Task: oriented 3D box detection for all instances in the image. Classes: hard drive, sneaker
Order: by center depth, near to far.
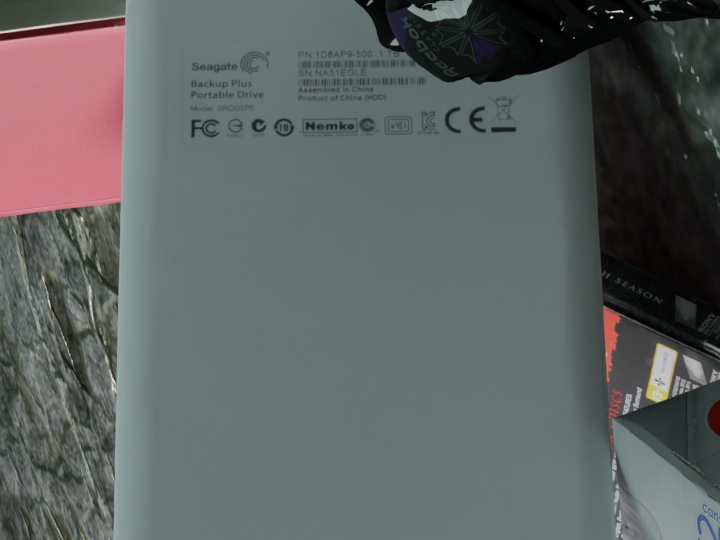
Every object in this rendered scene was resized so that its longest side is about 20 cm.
[{"bbox_3d":[0.056,-0.075,0.665,0.076,0.088,0.200,50,169,-18],"label":"sneaker"},{"bbox_3d":[0.000,0.000,0.736,0.027,0.131,0.201,89,180,-66],"label":"hard drive"}]

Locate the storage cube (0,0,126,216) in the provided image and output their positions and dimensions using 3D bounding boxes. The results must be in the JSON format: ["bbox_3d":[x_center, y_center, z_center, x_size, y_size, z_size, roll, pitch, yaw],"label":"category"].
[{"bbox_3d":[-0.098,-0.128,0.885,0.180,0.199,0.172,135,124,-66],"label":"storage cube"}]

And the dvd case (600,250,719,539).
[{"bbox_3d":[0.022,0.028,0.823,0.199,0.022,0.146,25,141,18],"label":"dvd case"}]

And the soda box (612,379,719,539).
[{"bbox_3d":[0.119,0.127,0.732,0.063,0.068,0.201,40,143,55],"label":"soda box"}]
